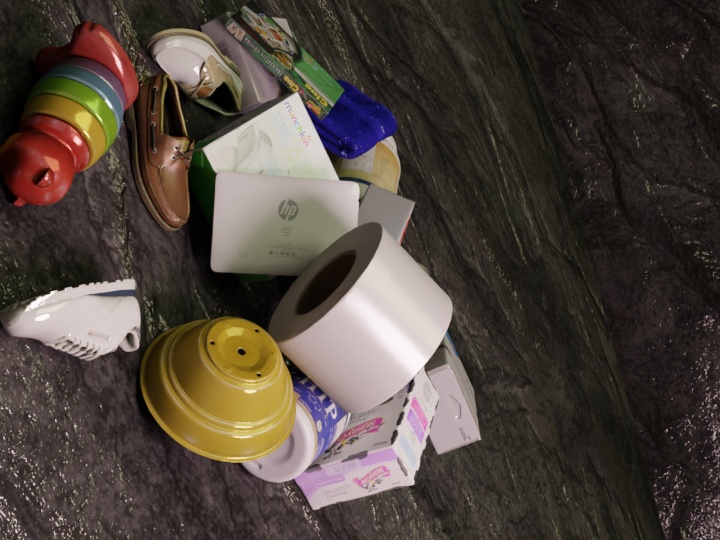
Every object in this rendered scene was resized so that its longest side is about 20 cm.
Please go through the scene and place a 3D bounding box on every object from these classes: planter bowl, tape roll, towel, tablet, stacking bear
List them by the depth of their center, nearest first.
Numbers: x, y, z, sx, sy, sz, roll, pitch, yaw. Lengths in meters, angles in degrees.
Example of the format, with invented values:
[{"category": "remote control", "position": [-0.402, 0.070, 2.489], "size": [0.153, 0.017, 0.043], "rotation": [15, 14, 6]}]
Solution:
[{"category": "stacking bear", "position": [-0.331, -0.157, 1.206], "size": [0.114, 0.120, 0.202], "rotation": [46, 44, -30]}, {"category": "planter bowl", "position": [-0.152, 0.117, 1.285], "size": [0.198, 0.084, 0.202], "rotation": [18, 43, -18]}, {"category": "tape roll", "position": [0.000, 0.059, 1.380], "size": [0.139, 0.202, 0.204], "rotation": [44, 33, -17]}, {"category": "tablet", "position": [-0.099, -0.059, 1.447], "size": [0.014, 0.197, 0.132], "rotation": [-166, -101, -70]}, {"category": "towel", "position": [-0.029, -0.248, 1.739], "size": [0.147, 0.050, 0.200], "rotation": [31, 28, 9]}]

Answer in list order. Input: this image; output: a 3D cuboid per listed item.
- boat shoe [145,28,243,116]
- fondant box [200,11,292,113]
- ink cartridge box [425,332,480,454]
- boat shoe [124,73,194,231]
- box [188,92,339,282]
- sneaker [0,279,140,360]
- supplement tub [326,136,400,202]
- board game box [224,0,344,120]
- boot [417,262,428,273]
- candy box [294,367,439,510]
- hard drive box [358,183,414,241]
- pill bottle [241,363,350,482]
[{"category": "boat shoe", "position": [-0.224, -0.278, 1.539], "size": [0.199, 0.074, 0.069], "rotation": [19, 50, -61]}, {"category": "fondant box", "position": [-0.159, -0.326, 1.728], "size": [0.200, 0.058, 0.146], "rotation": [-21, 91, -64]}, {"category": "ink cartridge box", "position": [0.140, 0.203, 1.887], "size": [0.200, 0.083, 0.147], "rotation": [-83, 149, -73]}, {"category": "boat shoe", "position": [-0.251, -0.154, 1.402], "size": [0.072, 0.067, 0.203], "rotation": [-9, 82, -66]}, {"category": "box", "position": [-0.129, -0.114, 1.515], "size": [0.176, 0.096, 0.202], "rotation": [-35, 107, -30]}, {"category": "sneaker", "position": [-0.299, 0.057, 1.160], "size": [0.199, 0.075, 0.082], "rotation": [-8, 89, -64]}, {"category": "supplement tub", "position": [-0.008, -0.141, 1.809], "size": [0.145, 0.143, 0.201], "rotation": [53, 30, -33]}, {"category": "board game box", "position": [-0.112, -0.321, 1.653], "size": [0.200, 0.023, 0.105], "rotation": [44, 28, -9]}, {"category": "boot", "position": [0.065, 0.063, 1.908], "size": [0.203, 0.073, 0.156], "rotation": [9, 67, -58]}, {"category": "candy box", "position": [0.010, 0.233, 1.555], "size": [0.072, 0.166, 0.201], "rotation": [61, 26, -21]}, {"category": "hard drive box", "position": [0.000, 0.000, 1.602], "size": [0.157, 0.076, 0.201], "rotation": [108, 5, -49]}, {"category": "pill bottle", "position": [-0.080, 0.189, 1.456], "size": [0.121, 0.118, 0.200], "rotation": [68, 24, -5]}]
